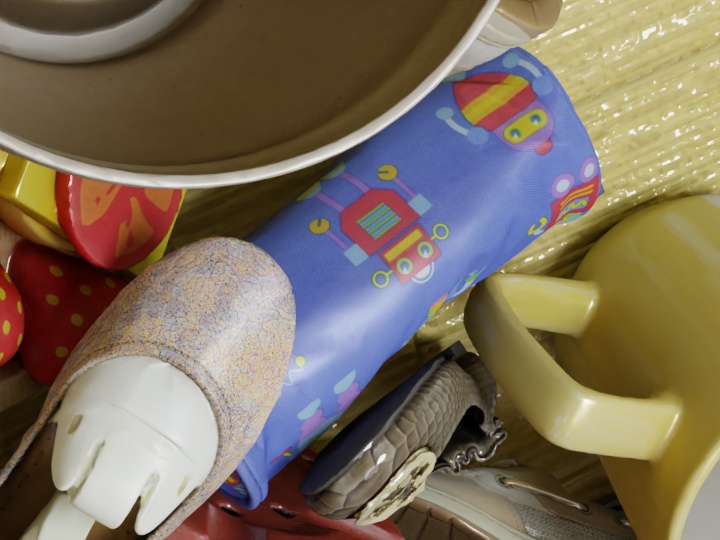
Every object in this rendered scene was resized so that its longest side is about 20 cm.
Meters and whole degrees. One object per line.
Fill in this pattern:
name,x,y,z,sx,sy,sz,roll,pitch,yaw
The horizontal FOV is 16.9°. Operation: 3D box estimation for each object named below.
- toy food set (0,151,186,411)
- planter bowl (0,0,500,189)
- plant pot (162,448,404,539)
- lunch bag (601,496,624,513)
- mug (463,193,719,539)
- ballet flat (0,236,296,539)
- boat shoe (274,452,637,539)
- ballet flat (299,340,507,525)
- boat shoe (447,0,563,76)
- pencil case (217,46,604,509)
toy food set,-0.113,-0.049,0.774,0.200,0.049,0.198,35,71,-54
planter bowl,-0.067,-0.119,0.654,0.200,0.135,0.201,0,89,-19
plant pot,-0.087,0.159,0.922,0.201,0.201,0.196,17,107,-37
lunch bag,0.133,0.199,1.141,0.160,0.076,0.200,-38,132,6
mug,0.145,0.036,0.966,0.149,0.153,0.187,-37,133,3
ballet flat,-0.088,0.076,0.787,0.068,0.067,0.200,34,112,-7
boat shoe,0.060,0.115,1.012,0.200,0.065,0.072,19,126,-5
ballet flat,0.024,0.065,0.915,0.067,0.046,0.200,-38,177,10
boat shoe,-0.027,-0.125,0.792,0.200,0.074,0.069,35,134,-21
pencil case,0.000,0.000,0.879,0.200,0.078,0.087,-41,174,-22
